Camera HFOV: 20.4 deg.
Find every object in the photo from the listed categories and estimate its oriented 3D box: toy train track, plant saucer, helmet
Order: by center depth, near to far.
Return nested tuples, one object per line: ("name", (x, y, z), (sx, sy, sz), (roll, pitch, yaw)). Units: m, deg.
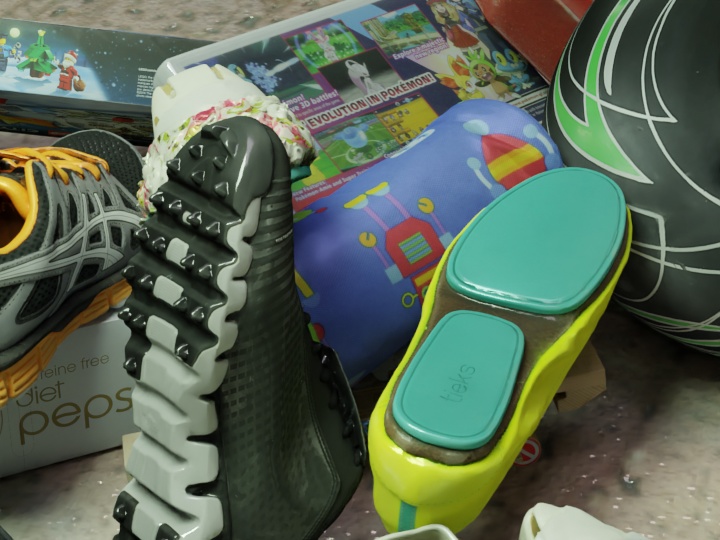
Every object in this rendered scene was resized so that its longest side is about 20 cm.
("toy train track", (0.003, 0.067, 0.831), (0.200, 0.033, 0.115), (-11, 32, -4))
("helmet", (0.175, -0.055, 0.887), (0.200, 0.191, 0.200), (21, -12, 5))
("plant saucer", (0.114, -0.123, 1.072), (0.037, 0.200, 0.200), (-44, 26, 13))

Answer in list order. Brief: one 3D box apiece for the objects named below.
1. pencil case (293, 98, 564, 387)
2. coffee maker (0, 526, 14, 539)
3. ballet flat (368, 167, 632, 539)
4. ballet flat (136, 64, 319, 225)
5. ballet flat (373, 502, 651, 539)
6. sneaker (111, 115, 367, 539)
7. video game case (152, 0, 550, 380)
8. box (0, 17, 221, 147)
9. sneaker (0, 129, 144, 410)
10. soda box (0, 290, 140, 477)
("pencil case", (0.000, 0.000, 0.833), (0.200, 0.078, 0.087), (-33, 12, -33))
("coffee maker", (-0.203, 0.152, 0.560), (0.192, 0.135, 0.200), (8, 28, 18))
("ballet flat", (0.051, 0.033, 0.772), (0.067, 0.067, 0.200), (18, 38, 15))
("ballet flat", (-0.061, -0.047, 0.802), (0.076, 0.064, 0.200), (-21, -2, -9))
("ballet flat", (0.049, 0.115, 0.685), (0.200, 0.073, 0.073), (-9, 28, -10))
("sneaker", (-0.037, 0.042, 0.715), (0.090, 0.200, 0.066), (-3, 18, -34))
("video game case", (0.027, -0.054, 0.963), (0.200, 0.023, 0.182), (-24, 69, -40))
("box", (-0.150, -0.096, 1.032), (0.200, 0.038, 0.137), (6, -5, -9))
("sneaker", (-0.133, -0.018, 0.810), (0.078, 0.077, 0.200), (4, 27, 12))
("soda box", (-0.154, 0.043, 0.842), (0.200, 0.064, 0.068), (-14, 30, -23))
